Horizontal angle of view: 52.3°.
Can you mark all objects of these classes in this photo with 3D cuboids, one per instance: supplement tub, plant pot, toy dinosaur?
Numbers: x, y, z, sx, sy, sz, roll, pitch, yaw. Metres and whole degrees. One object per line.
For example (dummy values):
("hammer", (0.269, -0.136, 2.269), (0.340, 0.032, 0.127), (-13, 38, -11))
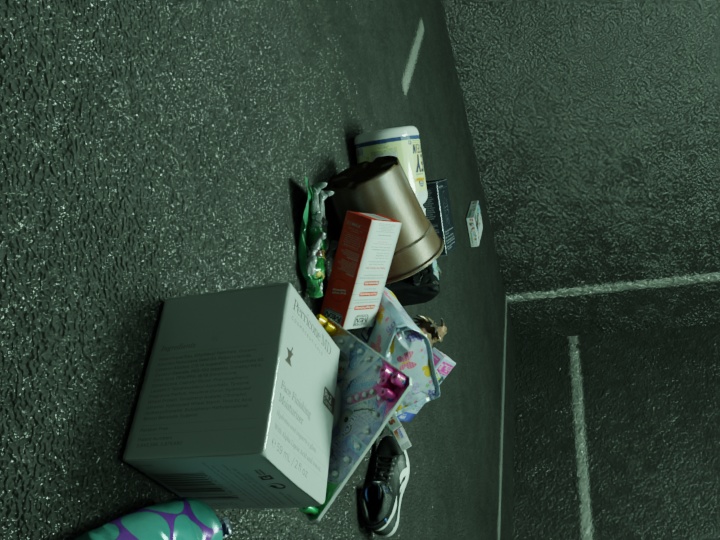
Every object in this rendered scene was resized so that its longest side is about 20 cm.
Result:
("supplement tub", (0.069, -0.207, 1.613), (0.145, 0.144, 0.201), (-29, 111, -71))
("plant pot", (0.039, -0.105, 1.430), (0.200, 0.199, 0.199), (-63, 136, -59))
("toy dinosaur", (0.137, 0.160, 1.657), (0.136, 0.086, 0.200), (-63, 171, 0))

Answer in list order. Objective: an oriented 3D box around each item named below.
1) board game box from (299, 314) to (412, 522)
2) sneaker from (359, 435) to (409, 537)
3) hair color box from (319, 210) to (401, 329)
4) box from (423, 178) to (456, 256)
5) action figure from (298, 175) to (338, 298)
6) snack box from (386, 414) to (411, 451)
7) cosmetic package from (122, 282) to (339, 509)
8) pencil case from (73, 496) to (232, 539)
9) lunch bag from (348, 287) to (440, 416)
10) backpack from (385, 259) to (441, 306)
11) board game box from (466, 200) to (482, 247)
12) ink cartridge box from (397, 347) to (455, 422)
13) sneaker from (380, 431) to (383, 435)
("board game box", (-0.054, 0.172, 0.913), (0.026, 0.200, 0.200), (39, 85, -39))
("sneaker", (0.046, 0.406, 1.430), (0.112, 0.073, 0.201), (60, 30, -54))
("hair color box", (0.000, 0.000, 1.304), (0.101, 0.061, 0.201), (0, 108, -55))
("box", (0.188, -0.143, 2.015), (0.148, 0.107, 0.201), (-28, 111, -70))
("action figure", (-0.075, -0.049, 1.270), (0.118, 0.054, 0.201), (41, 49, -68))
("snack box", (0.033, 0.243, 1.369), (0.200, 0.024, 0.072), (54, -8, 47))
("cosmetic package", (-0.133, 0.145, 0.829), (0.165, 0.164, 0.201), (60, 29, -51))
("pencil case", (-0.206, 0.275, 0.687), (0.093, 0.085, 0.200), (59, 14, 14))
("lunch bag", (0.058, 0.143, 1.405), (0.170, 0.127, 0.201), (-128, -158, -55))
("backpack", (0.097, -0.013, 1.644), (0.154, 0.162, 0.201), (72, 13, -56))
("board game box", (0.471, -0.195, 3.019), (0.200, 0.034, 0.127), (-61, 141, -61))
("ink cartridge box", (0.120, 0.260, 1.570), (0.042, 0.200, 0.119), (41, 3, 23))
("sneaker", (-0.006, 0.240, 1.324), (0.200, 0.073, 0.119), (22, 69, -67))
